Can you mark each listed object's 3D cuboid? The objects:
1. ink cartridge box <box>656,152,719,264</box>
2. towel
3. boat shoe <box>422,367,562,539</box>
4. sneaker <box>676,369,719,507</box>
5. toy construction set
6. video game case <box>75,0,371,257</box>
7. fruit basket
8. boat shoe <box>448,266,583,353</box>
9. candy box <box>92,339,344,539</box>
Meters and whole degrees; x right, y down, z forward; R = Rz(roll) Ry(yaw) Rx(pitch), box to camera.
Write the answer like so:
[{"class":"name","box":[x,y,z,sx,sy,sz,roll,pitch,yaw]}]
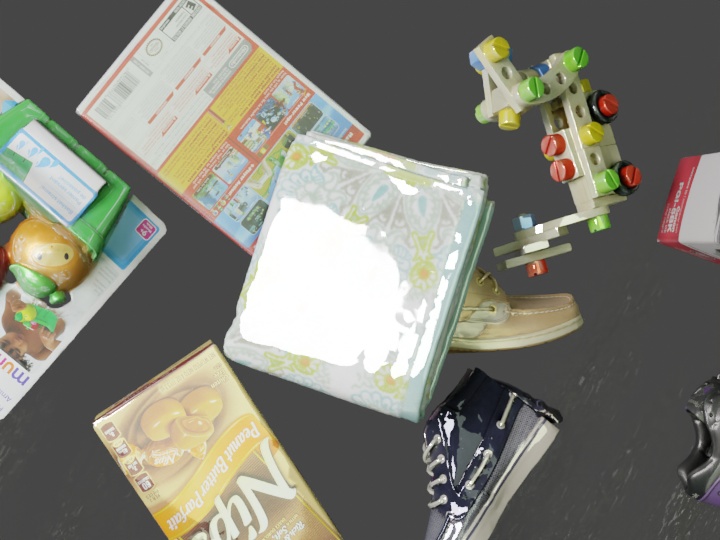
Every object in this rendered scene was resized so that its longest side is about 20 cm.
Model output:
[{"class":"ink cartridge box","box":[0.352,-0.038,0.956,0.146,0.200,0.083,18,89,-8]},{"class":"towel","box":[0.000,0.000,0.935,0.170,0.048,0.201,17,86,16]},{"class":"boat shoe","box":[0.076,0.175,0.987,0.093,0.075,0.200,37,78,-1]},{"class":"sneaker","box":[0.331,0.108,1.022,0.087,0.076,0.201,14,89,-3]},{"class":"toy construction set","box":[0.156,-0.097,0.976,0.131,0.092,0.201,-13,100,-35]},{"class":"video game case","box":[-0.110,-0.121,0.973,0.200,0.017,0.143,39,85,-8]},{"class":"fruit basket","box":[-0.276,-0.022,0.897,0.185,0.094,0.200,42,65,-7]},{"class":"boat shoe","box":[0.087,0.029,0.978,0.199,0.074,0.070,-5,98,-8]},{"class":"candy box","box":[-0.113,0.171,0.958,0.115,0.055,0.201,-34,96,-7]}]
